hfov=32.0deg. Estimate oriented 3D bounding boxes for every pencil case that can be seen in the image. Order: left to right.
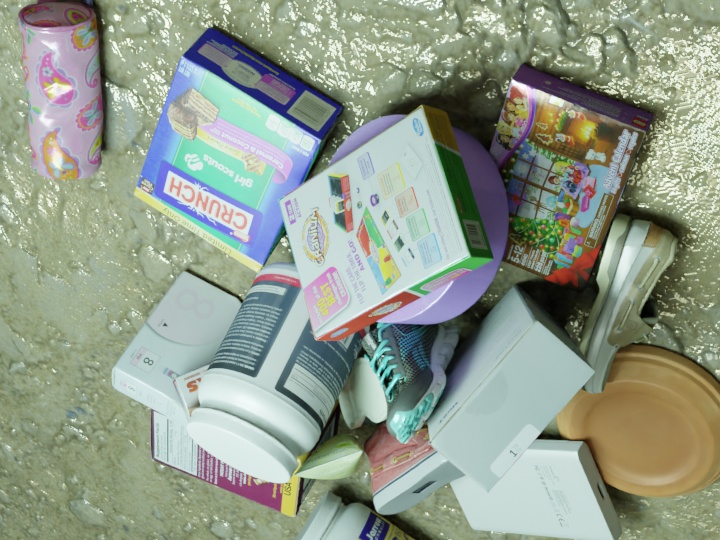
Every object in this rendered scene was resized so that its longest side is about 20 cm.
[{"bbox_3d":[-0.329,-0.200,1.379,0.086,0.088,0.202,15,127,16],"label":"pencil case"}]

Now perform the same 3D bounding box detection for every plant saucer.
[{"bbox_3d":[0.305,0.172,1.354,0.198,0.038,0.202,13,127,18],"label":"plant saucer"}]

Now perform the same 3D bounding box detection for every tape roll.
[{"bbox_3d":[0.047,-0.049,1.238,0.198,0.065,0.203,-3,85,40],"label":"tape roll"}]

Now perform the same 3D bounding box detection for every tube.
[{"bbox_3d":[-0.026,0.210,1.406,0.052,0.200,0.059,29,88,6],"label":"tube"}]

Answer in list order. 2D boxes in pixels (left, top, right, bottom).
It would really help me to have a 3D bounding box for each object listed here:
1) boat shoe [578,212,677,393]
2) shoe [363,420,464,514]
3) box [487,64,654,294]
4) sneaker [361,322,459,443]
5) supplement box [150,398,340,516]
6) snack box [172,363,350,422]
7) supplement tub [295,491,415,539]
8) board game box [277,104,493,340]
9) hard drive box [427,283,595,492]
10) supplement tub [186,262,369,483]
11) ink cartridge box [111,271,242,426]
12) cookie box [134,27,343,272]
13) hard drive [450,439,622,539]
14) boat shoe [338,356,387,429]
[{"bbox_3d":[0.264,0.044,1.256,0.068,0.075,0.202,16,123,14],"label":"boat shoe"},{"bbox_3d":[0.077,0.199,1.438,0.071,0.092,0.200,11,142,-41],"label":"shoe"},{"bbox_3d":[0.189,-0.086,1.229,0.135,0.039,0.202,23,129,11],"label":"box"},{"bbox_3d":[0.038,0.099,1.258,0.090,0.200,0.078,29,114,-2],"label":"sneaker"},{"bbox_3d":[-0.139,0.191,1.523,0.198,0.131,0.104,20,130,14],"label":"supplement box"},{"bbox_3d":[-0.108,0.120,1.420,0.073,0.198,0.024,67,160,4],"label":"snack box"},{"bbox_3d":[0.009,0.385,1.576,0.199,0.146,0.146,34,130,1],"label":"supplement tub"},{"bbox_3d":[0.018,-0.041,1.193,0.199,0.040,0.155,-29,69,35],"label":"board game box"},{"bbox_3d":[0.141,0.110,1.252,0.077,0.200,0.156,40,99,-5],"label":"hard drive box"},{"bbox_3d":[-0.086,0.107,1.335,0.139,0.202,0.141,22,156,11],"label":"supplement tub"},{"bbox_3d":[-0.163,0.110,1.458,0.198,0.163,0.057,24,141,10],"label":"ink cartridge box"},{"bbox_3d":[-0.134,-0.125,1.337,0.170,0.075,0.201,31,131,3],"label":"cookie box"},{"bbox_3d":[0.191,0.251,1.445,0.198,0.026,0.133,-4,121,42],"label":"hard drive"},{"bbox_3d":[0.026,0.133,1.401,0.200,0.061,0.074,132,123,-69],"label":"boat shoe"}]
